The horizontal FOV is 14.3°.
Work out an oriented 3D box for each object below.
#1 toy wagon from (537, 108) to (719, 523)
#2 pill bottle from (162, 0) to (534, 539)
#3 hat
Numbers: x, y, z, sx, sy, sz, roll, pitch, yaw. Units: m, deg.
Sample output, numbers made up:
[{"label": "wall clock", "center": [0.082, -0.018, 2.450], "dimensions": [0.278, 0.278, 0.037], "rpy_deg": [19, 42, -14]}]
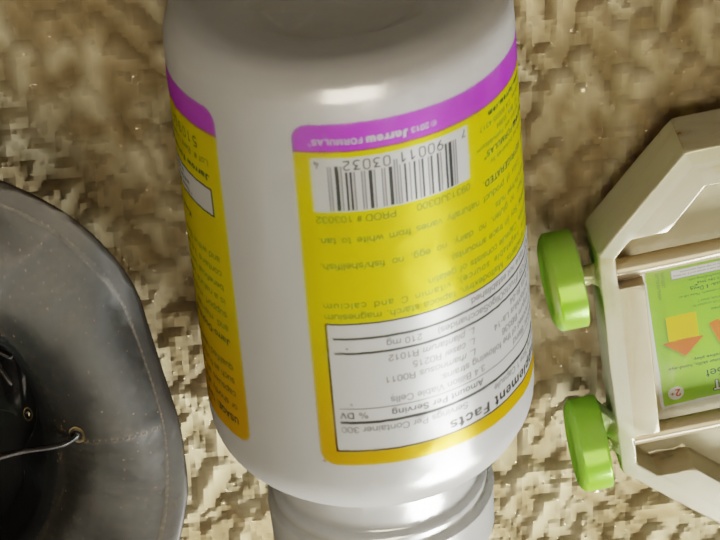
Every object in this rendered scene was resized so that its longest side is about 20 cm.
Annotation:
[{"label": "toy wagon", "center": [0.144, 0.033, 0.967], "dimensions": [0.155, 0.040, 0.200], "rpy_deg": [-11, 124, -1]}, {"label": "pill bottle", "center": [0.000, 0.000, 0.885], "dimensions": [0.104, 0.104, 0.200], "rpy_deg": [-7, 124, -4]}, {"label": "hat", "center": [-0.151, 0.045, 0.908], "dimensions": [0.200, 0.081, 0.201], "rpy_deg": [-5, 116, -10]}]
